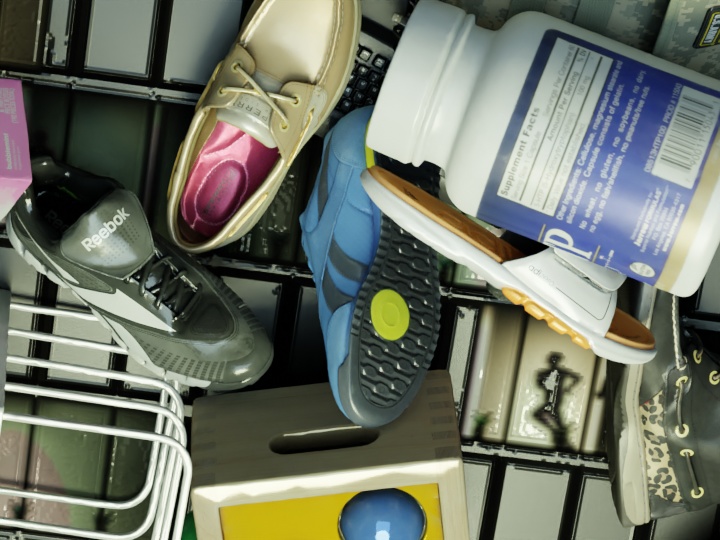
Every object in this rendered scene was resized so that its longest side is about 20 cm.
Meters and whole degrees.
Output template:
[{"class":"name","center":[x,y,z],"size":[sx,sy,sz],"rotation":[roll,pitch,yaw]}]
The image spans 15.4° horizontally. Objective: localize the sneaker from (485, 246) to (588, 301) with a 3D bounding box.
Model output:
[{"class":"sneaker","center":[0.142,-0.066,1.607],"size":[0.200,0.079,0.096],"rotation":[-40,106,0]}]

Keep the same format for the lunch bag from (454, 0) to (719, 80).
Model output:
[{"class":"lunch bag","center":[0.164,-0.180,1.503],"size":[0.199,0.118,0.164],"rotation":[17,144,2]}]

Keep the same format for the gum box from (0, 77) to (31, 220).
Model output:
[{"class":"gum box","center":[-0.277,-0.042,1.529],"size":[0.113,0.200,0.066],"rotation":[3,65,-27]}]

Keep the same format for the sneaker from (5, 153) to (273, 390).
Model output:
[{"class":"sneaker","center":[-0.137,-0.002,1.562],"size":[0.200,0.091,0.067],"rotation":[36,72,18]}]

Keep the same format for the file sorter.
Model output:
[{"class":"file sorter","center":[-0.173,0.116,1.588],"size":[0.124,0.200,0.139],"rotation":[8,108,-9]}]

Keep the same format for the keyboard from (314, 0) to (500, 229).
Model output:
[{"class":"keyboard","center":[0.031,-0.105,1.606],"size":[0.199,0.040,0.104],"rotation":[26,106,-11]}]

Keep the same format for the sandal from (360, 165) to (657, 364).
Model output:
[{"class":"sandal","center":[0.097,-0.016,1.526],"size":[0.206,0.079,0.059],"rotation":[31,104,-16]}]

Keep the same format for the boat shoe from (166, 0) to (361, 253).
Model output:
[{"class":"boat shoe","center":[-0.059,-0.093,1.573],"size":[0.074,0.069,0.201],"rotation":[26,114,4]}]

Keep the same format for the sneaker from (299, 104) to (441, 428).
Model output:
[{"class":"sneaker","center":[0.000,0.000,1.570],"size":[0.066,0.078,0.201],"rotation":[20,65,-39]}]

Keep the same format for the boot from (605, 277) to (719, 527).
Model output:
[{"class":"boot","center":[0.230,0.068,1.648],"size":[0.150,0.073,0.201],"rotation":[-2,116,-2]}]

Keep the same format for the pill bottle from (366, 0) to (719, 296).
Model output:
[{"class":"pill bottle","center":[0.111,-0.074,1.466],"size":[0.199,0.120,0.120],"rotation":[22,106,5]}]

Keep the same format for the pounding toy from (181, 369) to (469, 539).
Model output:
[{"class":"pounding toy","center":[-0.033,0.182,1.564],"size":[0.199,0.142,0.185],"rotation":[-6,119,0]}]
